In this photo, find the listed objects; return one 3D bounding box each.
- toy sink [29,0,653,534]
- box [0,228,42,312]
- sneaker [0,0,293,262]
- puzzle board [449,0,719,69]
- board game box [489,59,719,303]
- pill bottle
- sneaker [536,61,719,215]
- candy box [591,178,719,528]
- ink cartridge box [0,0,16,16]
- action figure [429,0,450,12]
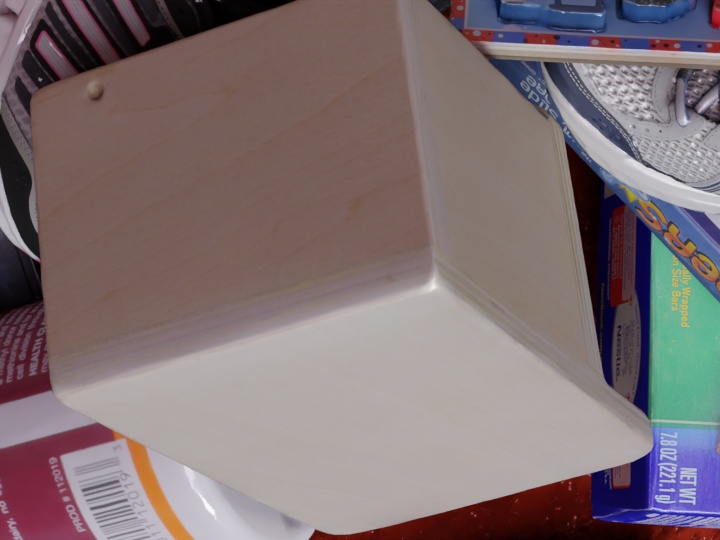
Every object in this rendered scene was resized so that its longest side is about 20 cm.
[{"bbox_3d":[0.000,0.000,0.825,0.130,0.113,0.200,-16,156,21],"label":"toy sink"},{"bbox_3d":[-0.237,-0.037,0.945,0.199,0.044,0.161,-17,112,-2],"label":"box"},{"bbox_3d":[-0.069,-0.081,0.843,0.087,0.074,0.201,26,116,20],"label":"sneaker"},{"bbox_3d":[0.133,-0.127,0.852,0.199,0.151,0.017,3,141,3],"label":"puzzle board"},{"bbox_3d":[0.151,-0.063,0.903,0.135,0.034,0.200,-43,89,-15],"label":"board game box"},{"bbox_3d":[-0.122,0.071,0.929,0.199,0.114,0.115,-15,115,25],"label":"pill bottle"},{"bbox_3d":[0.154,-0.047,0.837,0.199,0.085,0.077,28,77,-2],"label":"sneaker"},{"bbox_3d":[0.194,0.015,0.958,0.199,0.077,0.170,3,83,-12],"label":"candy box"},{"bbox_3d":[-0.170,-0.102,0.859,0.108,0.050,0.201,6,123,-11],"label":"ink cartridge box"},{"bbox_3d":[-0.035,-0.099,0.920,0.199,0.102,0.119,-18,131,-4],"label":"action figure"}]
